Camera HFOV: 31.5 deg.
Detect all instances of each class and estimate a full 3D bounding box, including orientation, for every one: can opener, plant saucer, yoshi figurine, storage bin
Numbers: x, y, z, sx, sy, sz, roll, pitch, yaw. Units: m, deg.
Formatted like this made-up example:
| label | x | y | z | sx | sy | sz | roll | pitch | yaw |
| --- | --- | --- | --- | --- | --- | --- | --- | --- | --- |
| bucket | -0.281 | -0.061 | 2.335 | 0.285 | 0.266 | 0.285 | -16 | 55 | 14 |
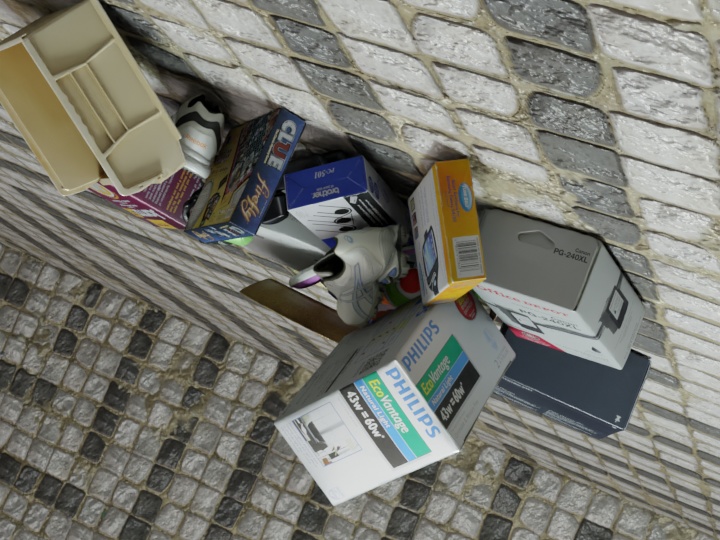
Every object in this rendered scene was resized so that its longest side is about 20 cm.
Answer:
| label | x | y | z | sx | sy | sz | roll | pitch | yaw |
| --- | --- | --- | --- | --- | --- | --- | --- | --- | --- |
| can opener | -0.070 | -0.109 | 1.469 | 0.199 | 0.063 | 0.080 | -18 | 95 | 57 |
| plant saucer | -0.063 | 0.056 | 1.669 | 0.198 | 0.036 | 0.200 | 26 | 179 | 0 |
| yoshi figurine | 0.106 | 0.023 | 1.535 | 0.199 | 0.112 | 0.113 | -32 | 92 | 46 |
| storage bin | -0.300 | -0.175 | 1.361 | 0.199 | 0.093 | 0.200 | 5 | 129 | 59 |

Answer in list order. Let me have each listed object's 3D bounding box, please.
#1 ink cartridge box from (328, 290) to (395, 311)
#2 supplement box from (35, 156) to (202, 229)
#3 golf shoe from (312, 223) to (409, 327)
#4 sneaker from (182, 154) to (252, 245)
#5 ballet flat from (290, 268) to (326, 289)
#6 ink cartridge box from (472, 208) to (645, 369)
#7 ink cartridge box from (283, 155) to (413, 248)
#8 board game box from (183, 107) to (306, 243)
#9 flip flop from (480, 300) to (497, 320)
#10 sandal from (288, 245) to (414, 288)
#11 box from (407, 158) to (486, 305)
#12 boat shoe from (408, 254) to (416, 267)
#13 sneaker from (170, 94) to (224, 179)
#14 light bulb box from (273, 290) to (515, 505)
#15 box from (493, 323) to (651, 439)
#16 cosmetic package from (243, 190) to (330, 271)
| label | x | y | z | sx | sy | sz | roll | pitch | yaw |
| --- | --- | --- | --- | --- | --- | --- | --- | --- | --- |
| ink cartridge box | 0.054 | 0.068 | 1.683 | 0.199 | 0.045 | 0.094 | 29 | 172 | 43 |
| supplement box | -0.311 | -0.145 | 1.704 | 0.199 | 0.104 | 0.130 | 30 | 167 | -30 |
| golf shoe | -0.013 | 0.002 | 1.469 | 0.096 | 0.079 | 0.201 | 4 | 151 | -15 |
| sneaker | -0.186 | -0.091 | 1.605 | 0.082 | 0.078 | 0.200 | -10 | -155 | -8 |
| ballet flat | -0.077 | -0.026 | 1.876 | 0.198 | 0.072 | 0.071 | 25 | 169 | -2 |
| ink cartridge box | 0.213 | 0.023 | 1.398 | 0.144 | 0.084 | 0.200 | 18 | 168 | 32 |
| ink cartridge box | -0.008 | -0.066 | 1.436 | 0.093 | 0.045 | 0.200 | -12 | 162 | 15 |
| board game box | -0.133 | -0.102 | 1.431 | 0.034 | 0.137 | 0.199 | 27 | 170 | -19 |
| flip flop | 0.159 | 0.048 | 1.710 | 0.080 | 0.058 | 0.199 | 29 | 168 | -24 |
| sandal | -0.004 | 0.000 | 1.597 | 0.200 | 0.051 | 0.082 | -20 | 174 | 27 |
| box | 0.086 | -0.034 | 1.322 | 0.041 | 0.121 | 0.200 | -7 | 173 | -6 |
| boat shoe | 0.099 | 0.014 | 1.671 | 0.090 | 0.072 | 0.199 | 31 | 175 | -36 |
| sneaker | -0.185 | -0.161 | 1.464 | 0.073 | 0.081 | 0.200 | 25 | -172 | -16 |
| light bulb box | 0.042 | 0.133 | 1.442 | 0.199 | 0.198 | 0.125 | -30 | 102 | 37 |
| box | 0.280 | 0.144 | 1.775 | 0.197 | 0.105 | 0.182 | 24 | 170 | 4 |
| cosmetic package | -0.086 | -0.059 | 1.677 | 0.111 | 0.082 | 0.200 | 22 | 168 | -3 |
